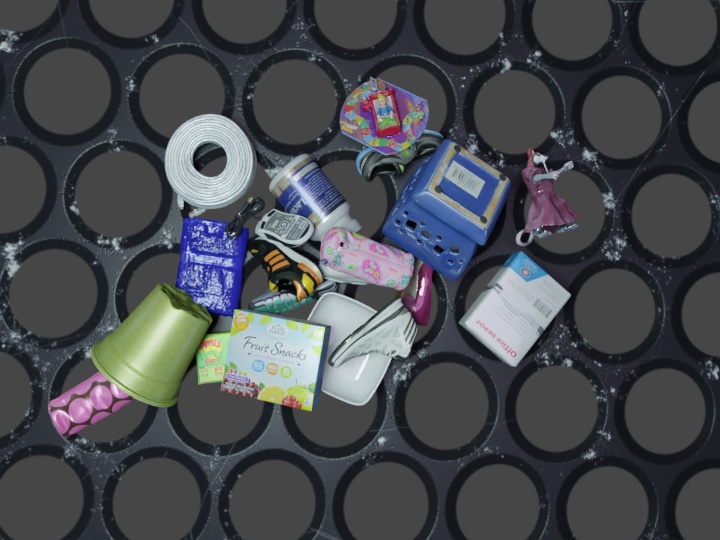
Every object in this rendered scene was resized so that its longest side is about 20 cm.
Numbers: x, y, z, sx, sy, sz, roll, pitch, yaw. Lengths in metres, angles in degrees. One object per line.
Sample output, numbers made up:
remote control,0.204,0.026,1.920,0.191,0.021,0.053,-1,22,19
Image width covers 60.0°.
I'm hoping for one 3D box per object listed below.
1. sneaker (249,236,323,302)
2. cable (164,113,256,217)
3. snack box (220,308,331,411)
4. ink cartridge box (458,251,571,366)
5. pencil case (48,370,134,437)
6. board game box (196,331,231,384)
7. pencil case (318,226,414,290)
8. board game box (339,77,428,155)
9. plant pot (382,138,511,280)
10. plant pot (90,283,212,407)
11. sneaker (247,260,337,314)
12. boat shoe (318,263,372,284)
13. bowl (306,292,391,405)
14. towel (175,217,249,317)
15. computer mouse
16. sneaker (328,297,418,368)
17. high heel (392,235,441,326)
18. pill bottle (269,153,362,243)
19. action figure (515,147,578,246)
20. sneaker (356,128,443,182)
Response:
sneaker,-0.175,-0.002,1.303,0.198,0.071,0.090,26,59,27
cable,-0.325,-0.236,1.346,0.197,0.069,0.204,-18,89,-3
snack box,-0.171,0.178,1.273,0.196,0.068,0.172,11,90,9
ink cartridge box,0.333,0.084,1.359,0.146,0.086,0.201,40,88,0
pencil case,-0.556,0.263,1.310,0.198,0.091,0.094,-33,127,-5
board game box,-0.251,0.180,1.346,0.196,0.048,0.104,-6,88,-3
pencil case,0.013,-0.024,1.266,0.197,0.087,0.089,20,87,-26
board game box,0.046,-0.343,1.345,0.198,0.039,0.159,30,77,21
plant pot,0.185,-0.134,1.281,0.198,0.180,0.202,32,62,-2
plant pot,-0.402,0.136,1.256,0.199,0.200,0.185,36,92,-1
sneaker,-0.153,0.035,1.358,0.196,0.075,0.089,-16,66,-5
boat shoe,0.000,0.000,1.344,0.197,0.068,0.073,-3,76,-32
bowl,-0.033,0.165,1.345,0.197,0.075,0.202,27,87,-1
towel,-0.325,-0.007,1.349,0.145,0.050,0.204,7,88,-2
computer mouse,-0.181,-0.088,1.300,0.197,0.044,0.110,20,60,27
sneaker,0.036,0.159,1.275,0.199,0.076,0.116,-38,89,-7
high heel,0.149,0.018,1.376,0.095,0.067,0.202,32,87,-22
pill bottle,-0.093,-0.137,1.331,0.115,0.116,0.201,-40,90,-3
action figure,0.401,-0.173,1.384,0.148,0.133,0.203,-29,73,38
sneaker,0.090,-0.244,1.359,0.196,0.071,0.084,-20,64,2
